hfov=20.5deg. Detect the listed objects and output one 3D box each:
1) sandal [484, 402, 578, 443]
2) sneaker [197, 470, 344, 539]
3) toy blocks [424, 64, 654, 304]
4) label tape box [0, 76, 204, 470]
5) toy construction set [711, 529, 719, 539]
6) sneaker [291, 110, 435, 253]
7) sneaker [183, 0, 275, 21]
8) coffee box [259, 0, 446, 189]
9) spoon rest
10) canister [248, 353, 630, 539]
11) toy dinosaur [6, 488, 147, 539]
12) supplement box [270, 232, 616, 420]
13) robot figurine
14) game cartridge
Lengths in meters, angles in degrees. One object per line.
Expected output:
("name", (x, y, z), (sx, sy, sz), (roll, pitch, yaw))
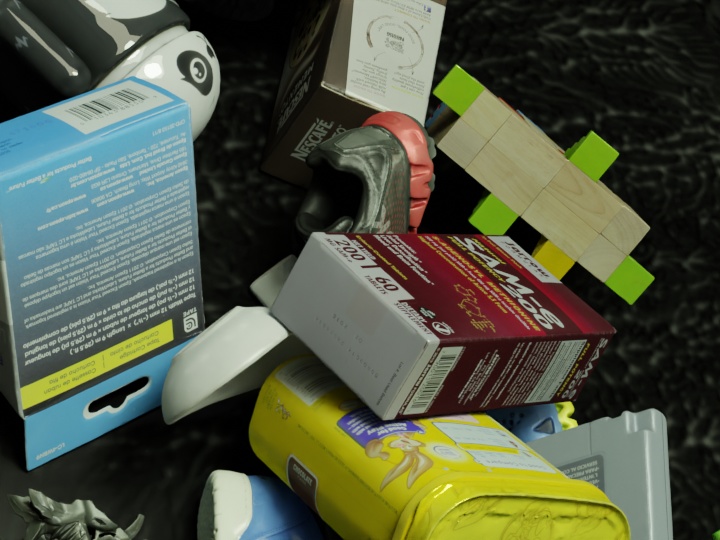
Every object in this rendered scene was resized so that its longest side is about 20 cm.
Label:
("sandal", (0.081, 0.073, 1.337), (0.087, 0.080, 0.200), (-5, 57, -28))
("sneaker", (-0.039, 0.215, 1.178), (0.111, 0.077, 0.200), (8, 52, -14))
("toy blocks", (0.120, -0.070, 1.405), (0.200, 0.100, 0.137), (39, 8, -11))
("label tape box", (-0.169, 0.000, 1.201), (0.143, 0.200, 0.066), (-26, 39, -36))
("toy construction set", (0.202, 0.218, 1.268), (0.200, 0.131, 0.092), (3, 59, -48))
("sneaker", (0.000, 0.000, 1.288), (0.098, 0.071, 0.201), (-12, 105, -45))
("sneaker", (-0.138, -0.254, 1.405), (0.200, 0.070, 0.082), (31, 56, -11))
("coffee box", (0.001, -0.161, 1.402), (0.080, 0.113, 0.200), (22, 53, -16))
("spoon rest", (-0.064, 0.047, 1.231), (0.061, 0.099, 0.200), (51, 21, -4))
("canister", (0.040, 0.125, 1.164), (0.148, 0.087, 0.200), (8, 17, -35))
("toy dinosaur", (-0.166, 0.206, 1.104), (0.200, 0.102, 0.136), (14, 62, -22))
("supplement box", (0.054, 0.030, 1.203), (0.109, 0.061, 0.200), (43, 25, 30))
("robot figurine", (-0.181, -0.153, 1.286), (0.200, 0.125, 0.150), (47, 57, 3))
("game cartridge", (0.102, 0.171, 1.214), (0.042, 0.200, 0.133), (29, 50, -43))
